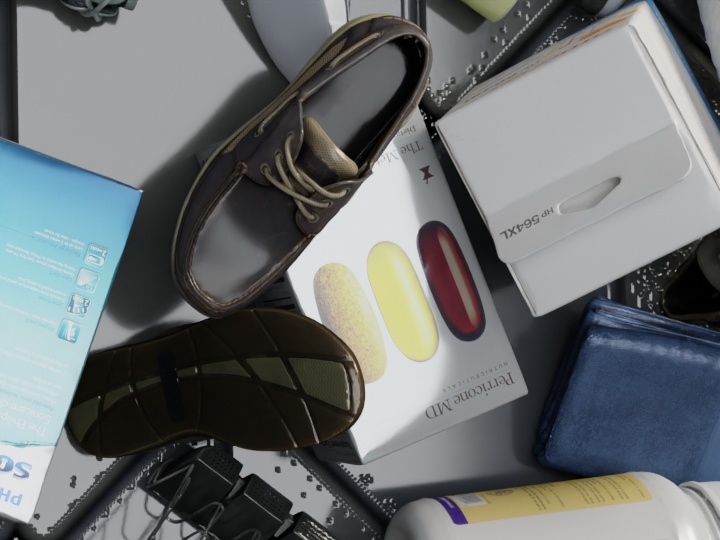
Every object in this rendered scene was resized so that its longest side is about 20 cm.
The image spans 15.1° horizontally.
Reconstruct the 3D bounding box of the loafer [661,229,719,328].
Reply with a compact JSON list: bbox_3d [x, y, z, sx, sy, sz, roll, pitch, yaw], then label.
[{"bbox_3d":[0.221,0.003,1.584,0.063,0.200,0.072,-7,77,-4],"label":"loafer"}]

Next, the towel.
[{"bbox_3d":[0.210,0.090,1.641,0.199,0.049,0.112,14,113,-14],"label":"towel"}]

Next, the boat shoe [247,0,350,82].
[{"bbox_3d":[-0.027,-0.198,1.565,0.068,0.072,0.200,-35,130,-33],"label":"boat shoe"}]

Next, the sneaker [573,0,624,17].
[{"bbox_3d":[0.223,-0.211,1.656,0.115,0.076,0.201,40,76,-8],"label":"sneaker"}]

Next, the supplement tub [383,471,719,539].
[{"bbox_3d":[0.123,0.195,1.575,0.199,0.145,0.146,-5,89,-15],"label":"supplement tub"}]

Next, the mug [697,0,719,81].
[{"bbox_3d":[0.272,-0.114,1.587,0.147,0.200,0.176,4,49,-14],"label":"mug"}]

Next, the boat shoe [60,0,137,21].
[{"bbox_3d":[-0.145,-0.184,1.561,0.200,0.070,0.072,-24,90,-17],"label":"boat shoe"}]

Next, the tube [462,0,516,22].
[{"bbox_3d":[0.016,-0.227,1.619,0.200,0.058,0.052,36,100,-9],"label":"tube"}]

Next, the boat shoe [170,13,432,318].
[{"bbox_3d":[-0.032,-0.063,1.469,0.074,0.073,0.200,37,80,-10],"label":"boat shoe"}]

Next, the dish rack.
[{"bbox_3d":[-0.077,0.203,1.518,0.153,0.055,0.200,37,45,-9],"label":"dish rack"}]

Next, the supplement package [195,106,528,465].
[{"bbox_3d":[0.000,0.000,1.570,0.113,0.110,0.201,-23,93,-14],"label":"supplement package"}]

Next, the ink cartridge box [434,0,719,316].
[{"bbox_3d":[0.134,-0.067,1.545,0.128,0.200,0.125,-28,94,12],"label":"ink cartridge box"}]

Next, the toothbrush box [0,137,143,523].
[{"bbox_3d":[-0.226,0.026,1.522,0.146,0.085,0.201,19,82,-13],"label":"toothbrush box"}]

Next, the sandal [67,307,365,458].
[{"bbox_3d":[-0.079,0.068,1.531,0.055,0.200,0.082,-5,82,-57],"label":"sandal"}]
